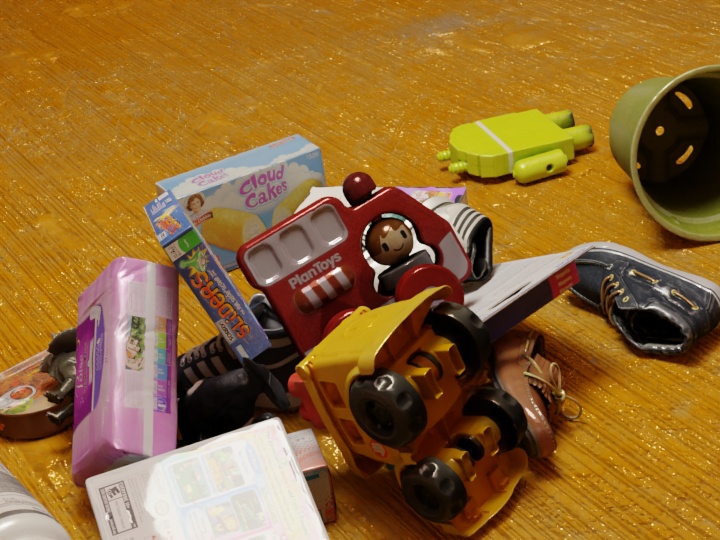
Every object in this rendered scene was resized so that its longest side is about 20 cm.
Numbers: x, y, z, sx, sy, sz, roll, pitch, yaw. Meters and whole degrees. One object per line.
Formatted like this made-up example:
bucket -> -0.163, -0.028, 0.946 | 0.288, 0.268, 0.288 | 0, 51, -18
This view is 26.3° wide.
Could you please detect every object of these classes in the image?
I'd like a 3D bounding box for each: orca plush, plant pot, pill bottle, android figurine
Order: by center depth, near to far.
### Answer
pill bottle -> -0.313, 0.243, 1.323 | 0.113, 0.115, 0.200 | -24, 31, -27
orca plush -> -0.126, 0.148, 1.445 | 0.199, 0.105, 0.072 | -21, 47, 51
plant pot -> 0.382, -0.151, 1.819 | 0.199, 0.202, 0.184 | -13, 15, -8
android figurine -> 0.200, -0.165, 2.032 | 0.198, 0.041, 0.182 | -16, 28, -14

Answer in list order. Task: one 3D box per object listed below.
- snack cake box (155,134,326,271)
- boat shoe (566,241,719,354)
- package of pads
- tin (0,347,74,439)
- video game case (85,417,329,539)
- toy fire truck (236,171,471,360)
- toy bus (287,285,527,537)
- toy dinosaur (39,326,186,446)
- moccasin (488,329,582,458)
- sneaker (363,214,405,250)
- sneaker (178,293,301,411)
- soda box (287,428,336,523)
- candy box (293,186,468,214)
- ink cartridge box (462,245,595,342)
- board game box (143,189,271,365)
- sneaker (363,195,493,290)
snack cake box -> -0.140, -0.078, 1.885 | 0.199, 0.116, 0.067 | -22, 30, -23
boat shoe -> 0.275, 0.027, 1.604 | 0.199, 0.071, 0.091 | 17, 32, 36
package of pads -> -0.223, 0.101, 1.461 | 0.075, 0.120, 0.202 | 12, 61, -29
tin -> -0.308, 0.117, 1.649 | 0.199, 0.042, 0.112 | -28, 29, -32
video game case -> -0.121, 0.232, 1.304 | 0.181, 0.024, 0.201 | -17, 51, -12
toy fire truck -> 0.000, 0.000, 1.499 | 0.199, 0.169, 0.112 | -32, 9, -7
toy bus -> 0.029, 0.130, 1.385 | 0.191, 0.201, 0.136 | -10, 25, 45
toy dinosaur -> -0.255, 0.114, 1.549 | 0.198, 0.077, 0.103 | 16, 55, 19
moccasin -> 0.168, 0.114, 1.482 | 0.077, 0.074, 0.202 | -15, 17, 5
sneaker -> -0.009, -0.008, 1.663 | 0.200, 0.080, 0.071 | -46, 67, -4
sneaker -> -0.145, 0.083, 1.585 | 0.198, 0.109, 0.070 | 0, 28, 17
soda box -> -0.125, 0.207, 1.391 | 0.198, 0.064, 0.068 | -13, 28, -10
candy box -> 0.014, -0.032, 1.799 | 0.198, 0.072, 0.168 | 2, 29, 19
ink cartridge box -> 0.120, 0.047, 1.541 | 0.196, 0.044, 0.200 | -32, 10, -25
board game box -> -0.148, 0.002, 1.468 | 0.034, 0.136, 0.200 | -34, 17, -3
sneaker -> 0.061, 0.003, 1.608 | 0.201, 0.076, 0.115 | -48, 31, -17
